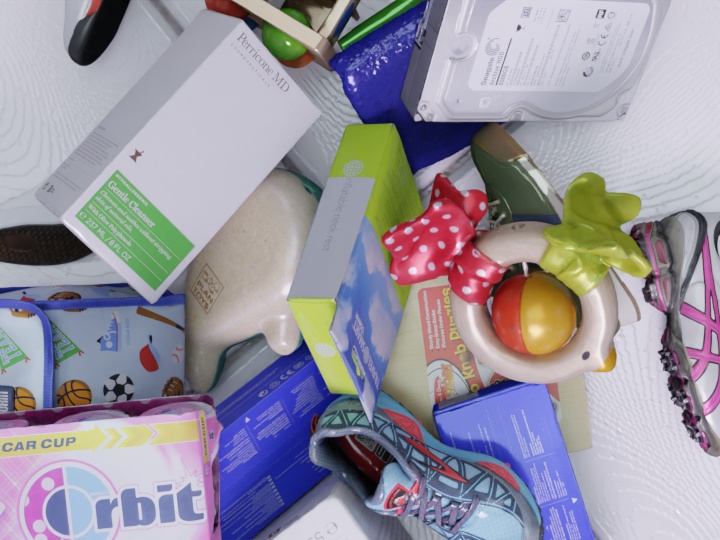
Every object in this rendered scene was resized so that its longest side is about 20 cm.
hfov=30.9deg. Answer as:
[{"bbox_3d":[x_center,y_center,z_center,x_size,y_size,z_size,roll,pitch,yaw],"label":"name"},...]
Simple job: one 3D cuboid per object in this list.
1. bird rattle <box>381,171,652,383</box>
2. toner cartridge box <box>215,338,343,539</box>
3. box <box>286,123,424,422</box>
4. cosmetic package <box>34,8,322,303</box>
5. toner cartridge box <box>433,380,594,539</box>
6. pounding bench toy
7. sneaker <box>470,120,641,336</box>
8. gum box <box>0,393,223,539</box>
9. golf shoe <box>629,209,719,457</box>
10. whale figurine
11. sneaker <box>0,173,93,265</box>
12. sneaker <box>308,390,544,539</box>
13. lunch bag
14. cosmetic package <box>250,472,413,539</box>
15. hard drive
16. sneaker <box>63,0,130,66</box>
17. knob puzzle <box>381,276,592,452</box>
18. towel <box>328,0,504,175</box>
[{"bbox_3d":[0.119,0.012,0.975,0.198,0.113,0.165,-7,110,15],"label":"bird rattle"},{"bbox_3d":[-0.084,0.147,1.046,0.199,0.043,0.096,-36,117,-25],"label":"toner cartridge box"},{"bbox_3d":[0.000,0.000,1.010,0.047,0.122,0.201,2,51,21],"label":"box"},{"bbox_3d":[-0.140,-0.091,1.004,0.200,0.085,0.108,-49,122,-7],"label":"cosmetic package"},{"bbox_3d":[0.133,0.193,1.054,0.094,0.043,0.202,-17,92,6],"label":"toner cartridge box"},{"bbox_3d":[-0.018,-0.232,1.052,0.199,0.124,0.157,31,93,3],"label":"pounding bench toy"},{"bbox_3d":[0.133,-0.015,1.043,0.090,0.067,0.201,-37,92,-2],"label":"sneaker"},{"bbox_3d":[-0.194,0.158,0.936,0.197,0.066,0.115,-5,96,0],"label":"gum box"},{"bbox_3d":[0.286,0.050,1.063,0.091,0.073,0.202,-14,90,3],"label":"golf shoe"},{"bbox_3d":[-0.088,0.009,1.085,0.159,0.103,0.201,49,117,28],"label":"whale figurine"},{"bbox_3d":[-0.243,-0.061,1.111,0.198,0.073,0.086,-12,60,10],"label":"sneaker"},{"bbox_3d":[0.042,0.170,0.990,0.199,0.095,0.080,29,113,20],"label":"sneaker"},{"bbox_3d":[-0.241,0.098,1.028,0.198,0.124,0.172,-1,95,-25],"label":"lunch bag"},{"bbox_3d":[-0.019,0.288,1.042,0.167,0.166,0.201,-38,89,4],"label":"cosmetic package"},{"bbox_3d":[0.140,-0.181,1.010,0.198,0.038,0.141,-2,129,-24],"label":"hard drive"},{"bbox_3d":[-0.240,-0.281,1.097,0.107,0.067,0.203,19,89,4],"label":"sneaker"},{"bbox_3d":[0.085,0.074,1.098,0.217,0.030,0.223,0,92,4],"label":"knob puzzle"},{"bbox_3d":[0.084,-0.172,1.053,0.199,0.148,0.050,-30,45,2],"label":"towel"}]
